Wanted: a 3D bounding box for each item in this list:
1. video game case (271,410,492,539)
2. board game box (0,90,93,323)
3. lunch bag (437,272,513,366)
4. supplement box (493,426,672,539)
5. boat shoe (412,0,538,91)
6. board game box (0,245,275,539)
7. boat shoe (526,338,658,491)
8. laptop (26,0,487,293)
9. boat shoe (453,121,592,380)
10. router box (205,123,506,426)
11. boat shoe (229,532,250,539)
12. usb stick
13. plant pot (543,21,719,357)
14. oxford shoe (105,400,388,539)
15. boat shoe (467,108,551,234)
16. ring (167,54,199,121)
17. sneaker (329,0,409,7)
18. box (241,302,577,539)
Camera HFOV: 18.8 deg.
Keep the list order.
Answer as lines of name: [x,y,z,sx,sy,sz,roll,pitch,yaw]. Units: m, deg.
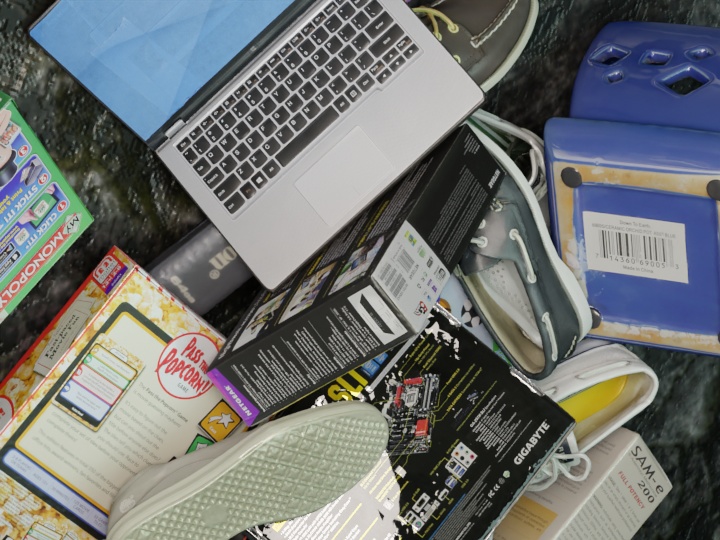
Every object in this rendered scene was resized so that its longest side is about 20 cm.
video game case: [-0.004,0.148,1.509,0.199,0.018,0.144,6,107,1]
board game box: [-0.257,0.002,1.298,0.200,0.029,0.135,-49,149,-15]
lunch bag: [0.048,0.079,1.574,0.160,0.075,0.201,4,102,-38]
supplement box: [0.122,0.197,1.642,0.200,0.126,0.074,-48,129,-15]
boat shoe: [0.040,-0.139,1.462,0.201,0.072,0.061,-44,139,-13]
board game box: [-0.162,0.109,1.395,0.200,0.046,0.151,-50,121,-3]
boat shoe: [0.130,0.120,1.542,0.201,0.086,0.075,-27,117,-21]
laptop: [-0.062,-0.126,1.345,0.187,0.200,0.116,-42,165,7]
boat shoe: [0.092,-0.014,1.496,0.200,0.075,0.060,53,51,-16]
router box: [0.000,0.000,1.395,0.051,0.149,0.200,51,36,-14]
boat shoe: [-0.065,0.186,1.480,0.074,0.063,0.202,-39,103,15]
usb stick: [-0.065,-0.031,1.418,0.200,0.033,0.055,-38,123,8]
plant pot: [0.239,-0.050,1.566,0.180,0.199,0.201,-44,135,-48]
oxford shoe: [-0.076,0.131,1.382,0.199,0.058,0.076,-26,121,-12]
boat shoe: [0.103,-0.068,1.568,0.199,0.067,0.074,24,91,-42]
ring: [-0.052,-0.178,1.433,0.200,0.019,0.202,-15,116,-34]
sneaker: [0.065,-0.230,1.429,0.201,0.114,0.073,-48,128,-26]
box: [0.022,0.128,1.444,0.159,0.049,0.200,38,80,3]
